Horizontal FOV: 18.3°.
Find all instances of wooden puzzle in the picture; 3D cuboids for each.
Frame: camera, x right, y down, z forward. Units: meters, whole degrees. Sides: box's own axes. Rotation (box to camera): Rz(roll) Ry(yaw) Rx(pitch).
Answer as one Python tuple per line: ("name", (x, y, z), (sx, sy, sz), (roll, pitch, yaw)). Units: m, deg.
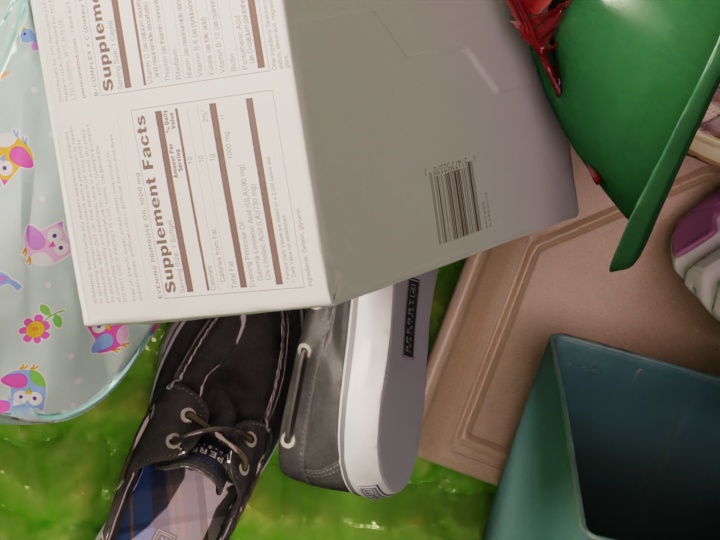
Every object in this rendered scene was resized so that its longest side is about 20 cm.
("wooden puzzle", (0.134, 0.027, 1.046), (0.199, 0.037, 0.186), (21, 92, -16))

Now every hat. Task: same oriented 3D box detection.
("hat", (0.066, -0.121, 0.866), (0.175, 0.166, 0.201), (26, 135, 6))

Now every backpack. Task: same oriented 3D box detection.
("backpack", (-0.131, -0.036, 0.946), (0.166, 0.127, 0.201), (31, 93, -15))

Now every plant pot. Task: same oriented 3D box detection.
("plant pot", (0.119, 0.162, 0.987), (0.140, 0.142, 0.201), (15, 121, -11))

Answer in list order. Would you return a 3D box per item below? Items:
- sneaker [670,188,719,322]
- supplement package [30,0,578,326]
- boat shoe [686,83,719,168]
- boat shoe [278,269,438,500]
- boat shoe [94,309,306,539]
("sneaker", (0.202, 0.038, 0.957), (0.080, 0.201, 0.089), (-33, 122, 11))
("supplement package", (-0.017, -0.075, 0.846), (0.110, 0.200, 0.157), (-5, 97, 32))
("boat shoe", (0.152, -0.092, 0.980), (0.198, 0.072, 0.073), (18, 110, -3))
("boat shoe", (0.000, 0.000, 0.996), (0.056, 0.069, 0.202), (1, 76, 24))
("boat shoe", (-0.076, 0.089, 0.997), (0.070, 0.066, 0.201), (28, 90, -12))
